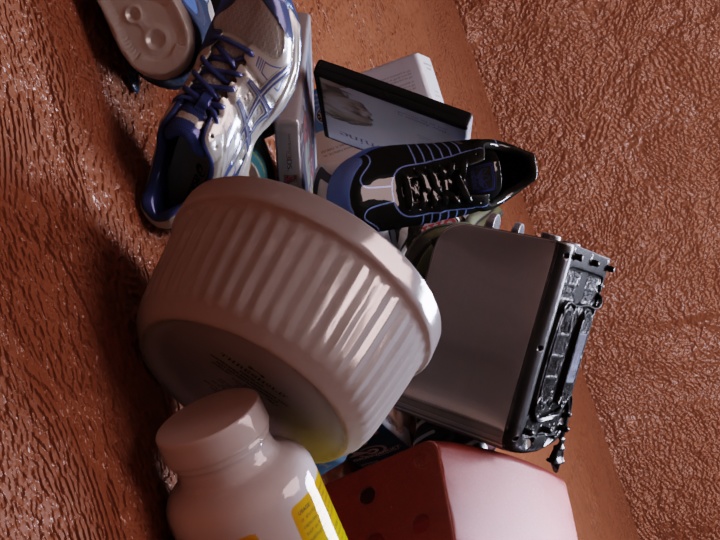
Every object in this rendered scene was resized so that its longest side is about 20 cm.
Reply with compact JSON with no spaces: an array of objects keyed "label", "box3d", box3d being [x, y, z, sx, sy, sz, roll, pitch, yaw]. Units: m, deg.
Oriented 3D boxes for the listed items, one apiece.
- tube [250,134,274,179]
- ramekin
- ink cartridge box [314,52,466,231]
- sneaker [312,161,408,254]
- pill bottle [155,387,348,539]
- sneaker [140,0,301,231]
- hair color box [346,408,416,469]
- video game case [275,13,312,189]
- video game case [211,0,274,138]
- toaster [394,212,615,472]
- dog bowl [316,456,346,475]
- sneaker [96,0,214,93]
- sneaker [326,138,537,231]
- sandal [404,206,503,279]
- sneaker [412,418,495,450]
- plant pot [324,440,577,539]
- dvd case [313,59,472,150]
[{"label":"tube","box3d":[-0.099,-0.093,1.549,0.200,0.050,0.078,-74,154,-76]},{"label":"ramekin","box3d":[-0.055,0.041,1.203,0.105,0.199,0.201,-61,141,-29]},{"label":"ink cartridge box","box3d":[0.031,-0.107,1.875,0.084,0.144,0.202,-15,88,-78]},{"label":"sneaker","box3d":[0.000,0.000,1.550,0.199,0.079,0.131,82,10,-71]},{"label":"pill bottle","box3d":[-0.062,0.181,1.176,0.104,0.104,0.201,-75,145,-68]},{"label":"sneaker","box3d":[-0.102,-0.118,1.311,0.088,0.075,0.201,-19,128,-69]},{"label":"hair color box","box3d":[0.013,0.129,1.663,0.200,0.060,0.101,45,29,-62]},{"label":"video game case","box3d":[-0.055,-0.104,1.608,0.201,0.023,0.183,-87,176,-56]},{"label":"video game case","box3d":[-0.108,-0.230,1.727,0.181,0.025,0.201,-45,117,-76]},{"label":"toaster","box3d":[0.122,0.060,1.492,0.181,0.118,0.202,10,96,-70]},{"label":"dog bowl","box3d":[-0.053,0.083,1.474,0.112,0.049,0.201,57,20,-49]},{"label":"sneaker","box3d":[-0.170,-0.234,1.378,0.146,0.080,0.201,-46,114,-85]},{"label":"sneaker","box3d":[0.062,-0.075,1.471,0.199,0.078,0.071,-18,101,-44]},{"label":"sandal","box3d":[0.069,-0.025,1.563,0.057,0.080,0.201,36,18,10]},{"label":"sneaker","box3d":[0.099,0.157,1.648,0.116,0.075,0.201,48,25,-41]},{"label":"plant pot","box3d":[0.054,0.246,1.413,0.176,0.199,0.201,43,29,-46]},{"label":"dvd case","box3d":[0.030,-0.130,1.613,0.200,0.142,0.018,81,30,-79]}]
